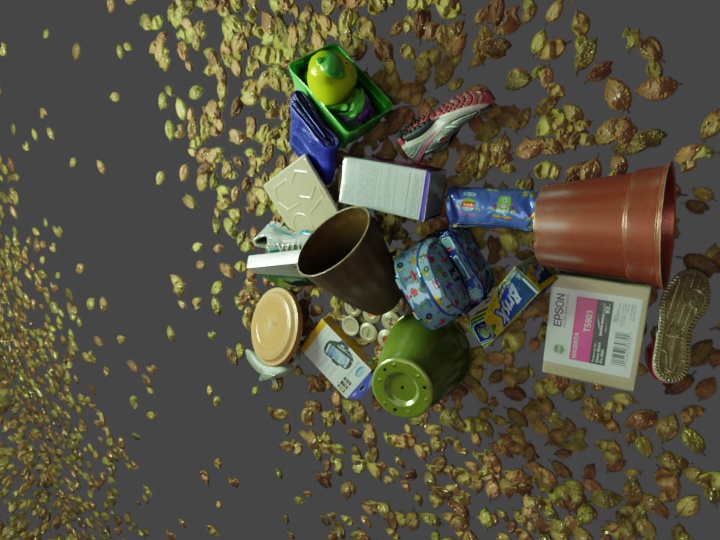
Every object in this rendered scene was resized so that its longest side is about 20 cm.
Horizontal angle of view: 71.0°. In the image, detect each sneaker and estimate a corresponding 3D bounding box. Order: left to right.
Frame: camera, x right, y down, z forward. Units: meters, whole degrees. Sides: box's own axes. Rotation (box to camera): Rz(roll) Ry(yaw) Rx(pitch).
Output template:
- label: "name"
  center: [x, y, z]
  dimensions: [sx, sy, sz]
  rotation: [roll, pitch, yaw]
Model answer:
- label: "sneaker"
  center: [-0.174, -0.056, 1.204]
  dimensions: [0.199, 0.087, 0.075]
  rotation: [15, 127, 34]
- label: "sneaker"
  center: [0.172, -0.286, 0.997]
  dimensions: [0.199, 0.081, 0.075]
  rotation: [-22, 120, 32]
- label: "sneaker"
  center: [0.553, 0.102, 0.888]
  dimensions: [0.071, 0.112, 0.201]
  rotation: [16, 80, 27]

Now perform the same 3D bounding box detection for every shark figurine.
- label: "shark figurine"
  center: [-0.227, 0.262, 1.350]
  dimensions: [0.213, 0.089, 0.129]
  rotation: [-17, 95, 33]

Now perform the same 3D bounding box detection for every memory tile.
- label: "memory tile"
  center: [0.033, 0.080, 1.195]
  dimensions: [0.152, 0.017, 0.201]
  rotation: [20, 112, 24]

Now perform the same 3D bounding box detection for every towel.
- label: "towel"
  center: [-0.107, -0.275, 1.092]
  dimensions: [0.049, 0.200, 0.148]
  rotation: [-33, 82, -12]

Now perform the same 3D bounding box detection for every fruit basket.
- label: "fruit basket"
  center: [-0.044, -0.374, 1.013]
  dimensions: [0.215, 0.155, 0.216]
  rotation: [41, 152, 26]

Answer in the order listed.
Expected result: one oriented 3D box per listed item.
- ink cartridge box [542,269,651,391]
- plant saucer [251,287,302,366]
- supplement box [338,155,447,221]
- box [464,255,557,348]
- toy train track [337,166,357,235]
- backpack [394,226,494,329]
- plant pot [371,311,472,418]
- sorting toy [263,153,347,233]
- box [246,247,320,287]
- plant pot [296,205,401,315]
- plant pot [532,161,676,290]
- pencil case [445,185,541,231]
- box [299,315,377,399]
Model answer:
- label: "ink cartridge box"
  center: [0.435, 0.105, 0.941]
  dimensions: [0.164, 0.075, 0.202]
  rotation: [7, 107, 27]
- label: "plant saucer"
  center: [-0.223, 0.144, 1.299]
  dimensions: [0.199, 0.032, 0.202]
  rotation: [-10, 75, 42]
- label: "supplement box"
  center: [0.067, -0.177, 1.061]
  dimensions: [0.199, 0.101, 0.104]
  rotation: [15, 109, 25]
- label: "box"
  center: [0.286, 0.064, 0.975]
  dimensions: [0.064, 0.070, 0.201]
  rotation: [49, 141, 20]
- label: "toy train track"
  center: [-0.033, -0.137, 1.167]
  dimensions: [0.114, 0.032, 0.202]
  rotation: [9, 101, 50]
- label: "backpack"
  center: [0.161, 0.014, 0.999]
  dimensions: [0.134, 0.200, 0.184]
  rotation: [-28, 87, 32]
- label: "plant pot"
  center: [0.116, 0.208, 1.069]
  dimensions: [0.199, 0.193, 0.202]
  rotation: [7, 107, 23]
- label: "sorting toy"
  center: [-0.127, -0.155, 1.180]
  dimensions: [0.199, 0.036, 0.186]
  rotation: [-21, 103, 49]
- label: "box"
  center: [-0.151, -0.002, 1.209]
  dimensions: [0.199, 0.144, 0.037]
  rotation: [-4, 67, 31]
- label: "plant pot"
  center: [0.000, 0.000, 1.074]
  dimensions: [0.186, 0.188, 0.200]
  rotation: [-21, 127, 32]
- label: "plant pot"
  center: [0.409, -0.075, 0.853]
  dimensions: [0.194, 0.200, 0.202]
  rotation: [4, 105, 37]
- label: "pencil case"
  center: [0.259, -0.118, 0.979]
  dimensions: [0.199, 0.078, 0.088]
  rotation: [7, 77, 28]
- label: "box"
  center: [-0.049, 0.224, 1.267]
  dimensions: [0.200, 0.041, 0.119]
  rotation: [44, 119, 10]
